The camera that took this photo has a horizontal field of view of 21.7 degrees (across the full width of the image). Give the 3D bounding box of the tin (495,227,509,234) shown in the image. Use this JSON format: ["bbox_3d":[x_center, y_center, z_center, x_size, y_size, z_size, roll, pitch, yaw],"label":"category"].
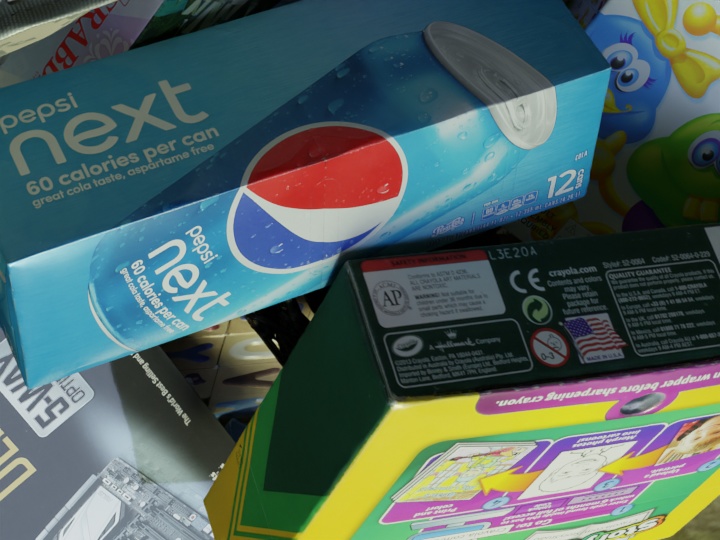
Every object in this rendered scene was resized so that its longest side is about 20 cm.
[{"bbox_3d":[0.081,0.019,0.900,0.111,0.042,0.201,-20,142,-3],"label":"tin"}]

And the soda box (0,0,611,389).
[{"bbox_3d":[-0.025,-0.037,0.593,0.199,0.068,0.064,-19,145,-17],"label":"soda box"}]

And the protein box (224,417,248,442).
[{"bbox_3d":[-0.007,0.210,0.856,0.199,0.199,0.135,-61,155,-11],"label":"protein box"}]

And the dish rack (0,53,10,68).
[{"bbox_3d":[-0.131,-0.103,0.627,0.171,0.044,0.200,15,125,-41],"label":"dish rack"}]

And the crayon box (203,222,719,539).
[{"bbox_3d":[0.062,0.054,0.684,0.199,0.059,0.173,-6,152,-26],"label":"crayon box"}]

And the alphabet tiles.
[{"bbox_3d":[0.005,0.028,0.807,0.199,0.006,0.167,-4,154,-14],"label":"alphabet tiles"}]

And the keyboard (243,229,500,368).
[{"bbox_3d":[0.000,0.000,0.716,0.104,0.040,0.201,-32,132,-6],"label":"keyboard"}]

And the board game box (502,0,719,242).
[{"bbox_3d":[0.138,-0.094,0.718,0.103,0.105,0.200,34,118,-9],"label":"board game box"}]

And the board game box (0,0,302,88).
[{"bbox_3d":[-0.027,-0.083,0.668,0.199,0.041,0.200,-3,139,-54],"label":"board game box"}]

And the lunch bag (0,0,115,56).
[{"bbox_3d":[-0.107,-0.140,0.487,0.199,0.118,0.165,-24,105,-5],"label":"lunch bag"}]

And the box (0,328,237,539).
[{"bbox_3d":[-0.127,0.097,0.744,0.158,0.050,0.200,-40,120,-10],"label":"box"}]
